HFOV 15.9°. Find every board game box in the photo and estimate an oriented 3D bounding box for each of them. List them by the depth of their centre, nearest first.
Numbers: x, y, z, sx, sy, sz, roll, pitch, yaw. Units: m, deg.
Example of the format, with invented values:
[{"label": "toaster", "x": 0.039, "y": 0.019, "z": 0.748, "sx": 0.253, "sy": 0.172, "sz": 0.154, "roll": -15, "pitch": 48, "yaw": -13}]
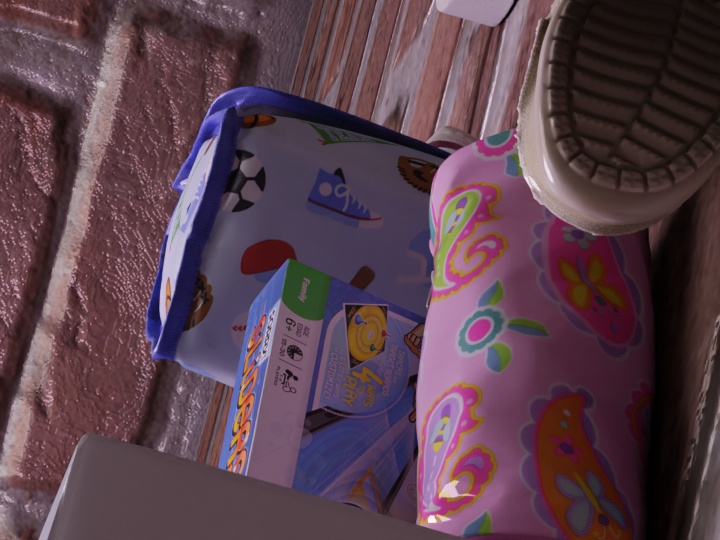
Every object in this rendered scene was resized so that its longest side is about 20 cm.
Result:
[{"label": "board game box", "x": 0.013, "y": 0.104, "z": 0.874, "sx": 0.034, "sy": 0.135, "sz": 0.201, "roll": -50, "pitch": 23, "yaw": 45}]

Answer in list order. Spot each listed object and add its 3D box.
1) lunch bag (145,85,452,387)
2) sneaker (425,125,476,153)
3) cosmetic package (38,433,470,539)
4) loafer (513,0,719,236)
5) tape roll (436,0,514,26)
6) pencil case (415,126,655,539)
[{"label": "lunch bag", "x": 0.000, "y": 0.000, "z": 1.083, "sx": 0.200, "sy": 0.169, "sz": 0.125, "roll": -174, "pitch": 102, "yaw": -84}, {"label": "sneaker", "x": 0.020, "y": 0.015, "z": 1.365, "sx": 0.200, "sy": 0.075, "sz": 0.090, "roll": -60, "pitch": 6, "yaw": 42}, {"label": "cosmetic package", "x": 0.036, "y": 0.090, "z": 0.431, "sx": 0.151, "sy": 0.199, "sz": 0.052, "roll": 125, "pitch": 160, "yaw": -69}, {"label": "loafer", "x": 0.098, "y": -0.076, "z": 0.885, "sx": 0.068, "sy": 0.075, "sz": 0.201, "roll": 110, "pitch": -179, "yaw": -45}, {"label": "tape roll", "x": 0.088, "y": -0.241, "z": 1.484, "sx": 0.203, "sy": 0.037, "sz": 0.204, "roll": -164, "pitch": 90, "yaw": -84}, {"label": "pencil case", "x": 0.057, "y": 0.040, "z": 0.868, "sx": 0.088, "sy": 0.087, "sz": 0.201, "roll": 112, "pitch": 168, "yaw": -45}]
